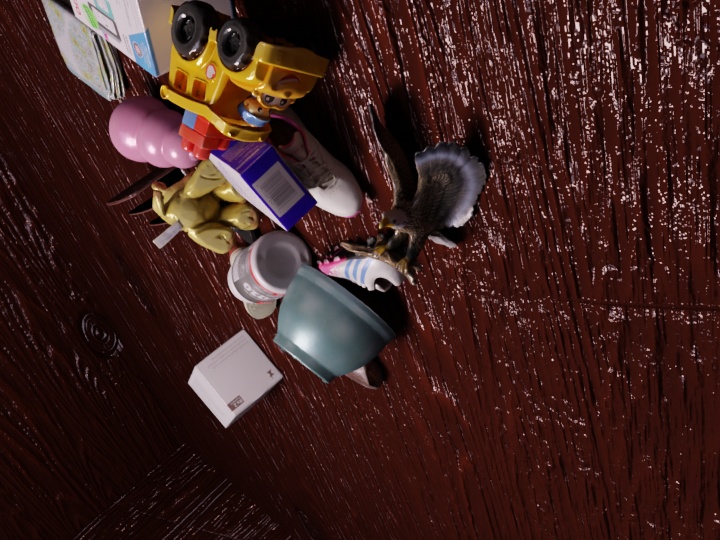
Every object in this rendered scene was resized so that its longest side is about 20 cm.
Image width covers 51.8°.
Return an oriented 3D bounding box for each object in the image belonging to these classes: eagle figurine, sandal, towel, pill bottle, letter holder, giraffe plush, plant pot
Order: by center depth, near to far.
[{"bbox_3d":[0.064,-0.089,0.910,0.151,0.151,0.200,10,113,-5],"label":"eagle figurine"},{"bbox_3d":[-0.061,0.102,1.239,0.200,0.134,0.200,37,171,7],"label":"plant pot"},{"bbox_3d":[-0.300,-0.123,1.366,0.162,0.200,0.173,41,154,62],"label":"giraffe plush"},{"bbox_3d":[-0.176,0.001,1.383,0.114,0.114,0.200,54,154,-6],"label":"pill bottle"},{"bbox_3d":[-0.545,-0.446,1.467,0.200,0.048,0.171,37,148,26],"label":"towel"},{"bbox_3d":[-0.281,-0.115,1.476,0.200,0.045,0.075,42,152,17],"label":"sandal"},{"bbox_3d":[-0.443,-0.145,1.583,0.200,0.142,0.101,0,125,57],"label":"letter holder"}]

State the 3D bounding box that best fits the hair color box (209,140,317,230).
[{"bbox_3d":[-0.149,-0.139,1.051,0.109,0.065,0.200,51,170,-34],"label":"hair color box"}]

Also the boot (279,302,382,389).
[{"bbox_3d":[-0.052,0.141,1.424,0.200,0.064,0.186,27,159,45],"label":"boot"}]

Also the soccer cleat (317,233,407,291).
[{"bbox_3d":[0.000,0.000,1.152,0.086,0.070,0.200,57,153,-13],"label":"soccer cleat"}]

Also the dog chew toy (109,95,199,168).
[{"bbox_3d":[-0.368,-0.247,1.369,0.200,0.125,0.125,26,145,27],"label":"dog chew toy"}]

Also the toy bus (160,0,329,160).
[{"bbox_3d":[-0.161,-0.228,0.947,0.200,0.136,0.192,29,108,34],"label":"toy bus"}]

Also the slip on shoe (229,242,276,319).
[{"bbox_3d":[-0.226,0.021,1.553,0.061,0.074,0.200,-124,13,-49],"label":"slip on shoe"}]

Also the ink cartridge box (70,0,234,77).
[{"bbox_3d":[-0.296,-0.398,1.017,0.200,0.146,0.147,38,151,25],"label":"ink cartridge box"}]

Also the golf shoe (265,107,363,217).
[{"bbox_3d":[-0.075,-0.149,1.035,0.200,0.075,0.092,45,-172,-4],"label":"golf shoe"}]

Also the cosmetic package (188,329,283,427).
[{"bbox_3d":[-0.330,0.286,1.941,0.165,0.165,0.200,49,153,4],"label":"cosmetic package"}]
